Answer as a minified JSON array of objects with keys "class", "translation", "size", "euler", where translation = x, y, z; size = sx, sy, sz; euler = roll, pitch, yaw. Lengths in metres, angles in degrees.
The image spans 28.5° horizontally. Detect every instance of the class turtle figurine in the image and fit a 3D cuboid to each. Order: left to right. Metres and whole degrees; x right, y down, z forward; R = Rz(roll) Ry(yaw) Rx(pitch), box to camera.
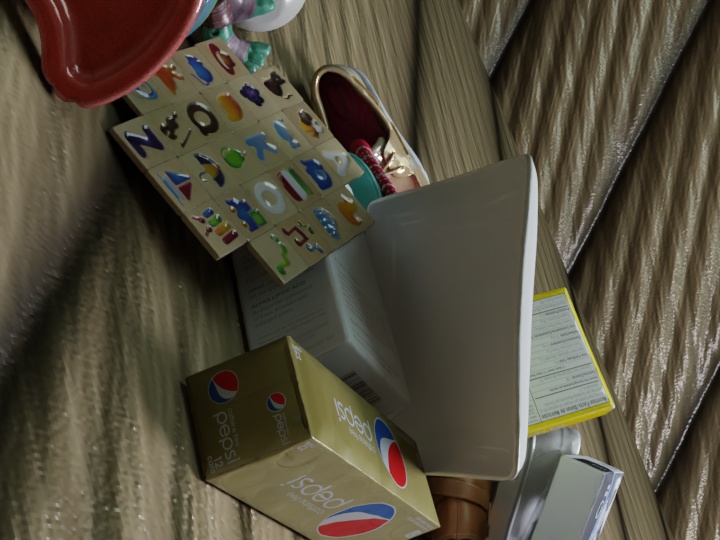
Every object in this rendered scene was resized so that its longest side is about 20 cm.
[{"class":"turtle figurine","translation":[-0.112,-0.247,1.031],"size":[0.201,0.100,0.150],"euler":[73,32,-49]}]

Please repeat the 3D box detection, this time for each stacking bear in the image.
[{"class":"stacking bear","translation":[-0.133,-0.185,0.844],"size":[0.122,0.113,0.200],"euler":[63,9,-15]}]

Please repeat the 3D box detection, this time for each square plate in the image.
[{"class":"square plate","translation":[0.057,0.038,0.939],"size":[0.028,0.200,0.199],"euler":[8,80,-29]}]

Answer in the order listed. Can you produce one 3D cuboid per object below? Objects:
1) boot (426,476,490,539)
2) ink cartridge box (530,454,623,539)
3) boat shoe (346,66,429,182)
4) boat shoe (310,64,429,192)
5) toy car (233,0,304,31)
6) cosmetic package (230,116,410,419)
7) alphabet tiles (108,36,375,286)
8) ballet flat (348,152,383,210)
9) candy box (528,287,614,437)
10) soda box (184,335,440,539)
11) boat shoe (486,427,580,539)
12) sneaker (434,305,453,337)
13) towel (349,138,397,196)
[{"class":"boot","translation":[0.072,0.164,1.143],"size":[0.200,0.073,0.156],"euler":[69,16,-66]},{"class":"ink cartridge box","translation":[0.137,0.235,1.045],"size":[0.201,0.039,0.099],"euler":[-68,161,1]},{"class":"boat shoe","translation":[0.025,-0.109,1.406],"size":[0.071,0.072,0.201],"euler":[21,48,-76]},{"class":"boat shoe","translation":[0.008,-0.105,1.334],"size":[0.201,0.074,0.069],"euler":[58,7,5]},{"class":"toy car","translation":[-0.080,-0.314,1.173],"size":[0.200,0.149,0.176],"euler":[55,17,-40]},{"class":"cosmetic package","translation":[-0.036,0.005,0.965],"size":[0.102,0.074,0.201],"euler":[50,18,-49]},{"class":"alphabet tiles","translation":[-0.072,-0.074,0.906],"size":[0.167,0.006,0.200],"euler":[49,31,3]},{"class":"ballet flat","translation":[0.000,0.000,1.165],"size":[0.071,0.067,0.201],"euler":[93,-18,-63]},{"class":"candy box","translation":[0.082,0.083,1.056],"size":[0.026,0.199,0.103],"euler":[121,-47,-65]},{"class":"soda box","translation":[-0.023,0.110,0.834],"size":[0.200,0.067,0.064],"euler":[45,25,-57]},{"class":"boat shoe","translation":[0.135,0.194,1.148],"size":[0.072,0.068,0.201],"euler":[-82,179,-54]},{"class":"sneaker","translation":[0.083,0.035,1.017],"size":[0.076,0.076,0.201],"euler":[104,-27,-52]},{"class":"towel","translation":[0.036,-0.018,1.227],"size":[0.200,0.022,0.145],"euler":[-121,-166,-60]}]
